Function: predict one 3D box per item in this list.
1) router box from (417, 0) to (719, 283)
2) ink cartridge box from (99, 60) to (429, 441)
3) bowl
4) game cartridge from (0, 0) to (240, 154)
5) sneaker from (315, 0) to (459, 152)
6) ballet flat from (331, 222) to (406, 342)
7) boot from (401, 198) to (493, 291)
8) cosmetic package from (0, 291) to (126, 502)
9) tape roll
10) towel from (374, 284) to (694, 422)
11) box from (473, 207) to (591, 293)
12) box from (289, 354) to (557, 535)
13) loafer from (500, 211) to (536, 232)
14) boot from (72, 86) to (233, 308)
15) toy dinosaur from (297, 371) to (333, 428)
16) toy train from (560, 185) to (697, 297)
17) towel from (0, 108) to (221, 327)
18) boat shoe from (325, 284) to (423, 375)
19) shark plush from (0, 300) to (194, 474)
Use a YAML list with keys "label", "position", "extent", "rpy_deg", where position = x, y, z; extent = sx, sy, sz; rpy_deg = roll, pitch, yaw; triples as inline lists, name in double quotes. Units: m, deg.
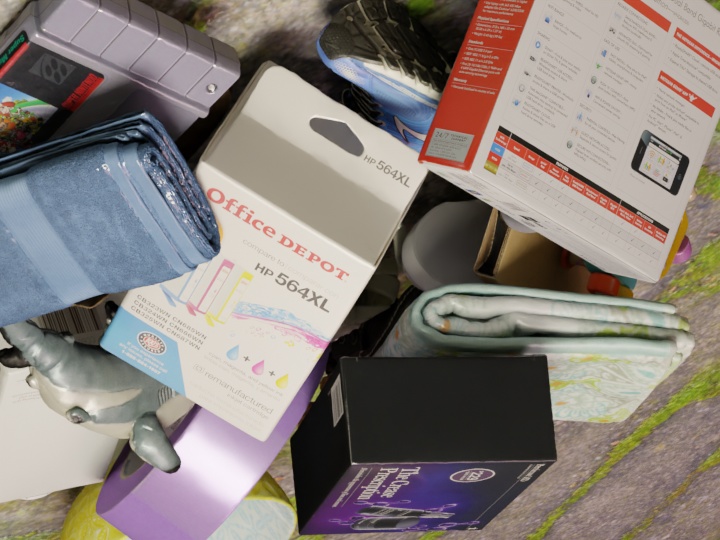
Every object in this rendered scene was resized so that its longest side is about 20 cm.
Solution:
- label: "router box"
  position: [0.146, -0.110, 1.374]
  extent: [0.200, 0.049, 0.180]
  rpy_deg: [28, 81, -42]
- label: "ink cartridge box"
  position: [-0.056, -0.020, 1.367]
  extent: [0.200, 0.128, 0.125]
  rpy_deg: [-58, -177, 40]
- label: "bowl"
  position: [-0.162, 0.192, 1.767]
  extent: [0.199, 0.108, 0.200]
  rpy_deg: [-19, 153, -10]
- label: "game cartridge"
  position: [-0.182, -0.086, 1.296]
  extent: [0.129, 0.039, 0.200]
  rpy_deg: [20, 131, -38]
- label: "sneaker"
  position: [0.023, -0.109, 1.408]
  extent: [0.089, 0.079, 0.200]
  rpy_deg: [-35, 152, 15]
- label: "ballet flat"
  position: [0.000, 0.000, 1.580]
  extent: [0.071, 0.072, 0.200]
  rpy_deg: [-17, 153, -15]
- label: "boot"
  position: [0.074, -0.009, 1.592]
  extent: [0.096, 0.074, 0.200]
  rpy_deg: [-40, 170, 38]
- label: "cosmetic package"
  position: [-0.227, 0.084, 1.551]
  extent: [0.112, 0.081, 0.200]
  rpy_deg: [-9, 151, -27]
- label: "tape roll"
  position: [-0.108, 0.115, 1.583]
  extent: [0.200, 0.066, 0.200]
  rpy_deg: [-49, -170, 12]
- label: "towel"
  position: [0.115, 0.063, 1.525]
  extent: [0.199, 0.048, 0.171]
  rpy_deg: [6, 158, -10]
- label: "box"
  position: [0.146, -0.036, 1.572]
  extent: [0.021, 0.164, 0.200]
  rpy_deg: [12, 165, 27]
- label: "box"
  position: [0.039, 0.121, 1.477]
  extent: [0.140, 0.079, 0.200]
  rpy_deg: [-3, 161, -12]
- label: "loafer"
  position: [0.157, -0.113, 1.464]
  extent: [0.200, 0.072, 0.063]
  rpy_deg: [-50, 129, -22]
- label: "boot"
  position: [-0.141, -0.050, 1.385]
  extent: [0.073, 0.076, 0.200]
  rpy_deg: [9, 137, -45]
- label: "toy dinosaur"
  position: [-0.027, 0.113, 1.658]
  extent: [0.199, 0.061, 0.106]
  rpy_deg: [16, 161, 21]
- label: "toy train"
  position: [0.198, -0.060, 1.574]
  extent: [0.200, 0.055, 0.151]
  rpy_deg: [-38, 132, -49]
- label: "towel"
  position: [-0.191, -0.024, 1.284]
  extent: [0.199, 0.049, 0.112]
  rpy_deg: [-16, 130, 15]
- label: "boat shoe"
  position: [0.008, 0.058, 1.683]
  extent: [0.073, 0.065, 0.200]
  rpy_deg: [-51, 176, -28]
- label: "shark plush"
  position: [-0.178, 0.055, 1.426]
  extent: [0.200, 0.091, 0.083]
  rpy_deg: [32, 91, -39]
